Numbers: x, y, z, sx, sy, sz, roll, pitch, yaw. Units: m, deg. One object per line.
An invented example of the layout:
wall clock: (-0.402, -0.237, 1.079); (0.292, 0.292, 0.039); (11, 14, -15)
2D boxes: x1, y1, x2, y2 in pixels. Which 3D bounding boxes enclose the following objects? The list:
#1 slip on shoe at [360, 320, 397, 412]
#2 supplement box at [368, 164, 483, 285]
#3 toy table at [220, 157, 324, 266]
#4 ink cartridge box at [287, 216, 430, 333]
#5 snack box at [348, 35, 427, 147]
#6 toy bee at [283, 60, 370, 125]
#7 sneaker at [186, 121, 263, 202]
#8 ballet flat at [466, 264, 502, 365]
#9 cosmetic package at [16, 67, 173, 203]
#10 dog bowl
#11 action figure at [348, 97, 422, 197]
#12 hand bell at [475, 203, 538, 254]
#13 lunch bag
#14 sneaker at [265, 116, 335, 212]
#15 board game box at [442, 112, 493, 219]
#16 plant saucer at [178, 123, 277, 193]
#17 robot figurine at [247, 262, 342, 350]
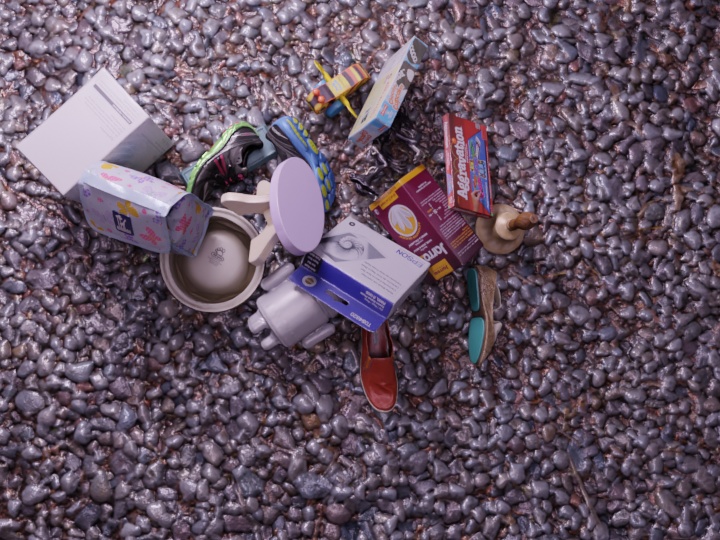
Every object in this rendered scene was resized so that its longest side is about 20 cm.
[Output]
slip on shoe: (0.036, 0.182, 1.306); (0.074, 0.061, 0.201); (-4, 90, -7)
supplement box: (0.126, -0.086, 1.284); (0.200, 0.110, 0.086); (52, 50, -1)
toy table: (-0.151, -0.104, 1.220); (0.117, 0.200, 0.184); (-22, 130, 31)
ink cartridge box: (0.000, 0.000, 1.234); (0.199, 0.041, 0.200); (31, 46, 15)
snack box: (0.052, -0.340, 1.266); (0.037, 0.116, 0.200); (31, 68, -19)
toy bee: (-0.059, -0.335, 1.290); (0.131, 0.109, 0.200); (32, 86, -5)
sneaker: (-0.260, -0.192, 1.267); (0.084, 0.077, 0.200); (37, 87, 1)
ballet flat: (0.253, 0.089, 1.327); (0.065, 0.070, 0.201); (-1, 92, -19)
cosmetic package: (-0.470, -0.226, 1.205); (0.200, 0.199, 0.123); (-43, 91, -4)
dog bowl: (-0.280, -0.019, 1.279); (0.199, 0.074, 0.201); (0, 88, -4)
action figure: (0.061, -0.230, 1.286); (0.102, 0.119, 0.200); (33, 80, -6)
hand bell: (0.295, -0.087, 1.266); (0.104, 0.200, 0.105); (0, 89, -5)
lunch bag: (-0.372, -0.103, 1.142); (0.169, 0.200, 0.128); (20, 83, 5)
sneaker: (-0.116, -0.204, 1.304); (0.083, 0.071, 0.200); (-23, 107, 32)
board game box: (0.211, -0.205, 1.304); (0.103, 0.019, 0.201); (10, 69, -30)
plant saucer: (-0.258, -0.214, 1.314); (0.200, 0.019, 0.070); (-31, 92, -6)
robot figurine: (-0.118, 0.069, 1.270); (0.200, 0.113, 0.170); (-35, 111, -5)
